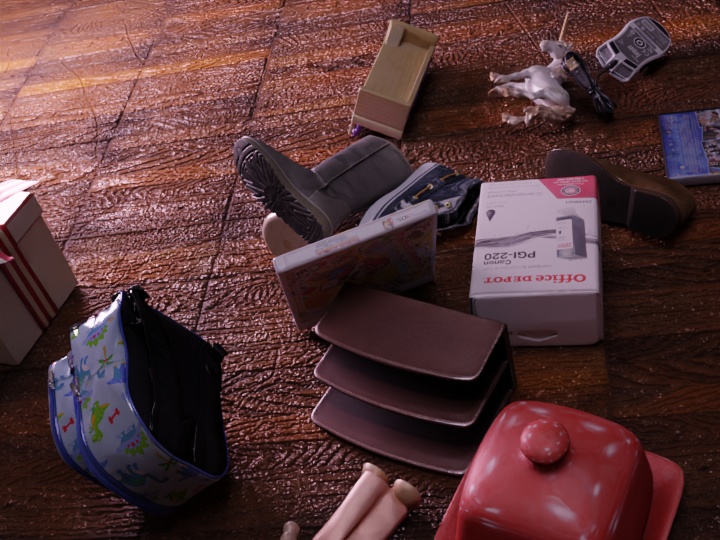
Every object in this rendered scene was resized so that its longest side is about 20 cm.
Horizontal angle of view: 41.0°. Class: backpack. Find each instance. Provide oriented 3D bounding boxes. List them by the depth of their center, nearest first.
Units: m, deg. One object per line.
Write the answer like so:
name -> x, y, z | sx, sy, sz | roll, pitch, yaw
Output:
backpack -> -0.230, 0.152, 1.015 | 0.146, 0.183, 0.201 | -35, 43, 13

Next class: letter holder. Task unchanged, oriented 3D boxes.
letter holder -> 0.044, 0.115, 1.021 | 0.198, 0.101, 0.143 | 14, 52, 30

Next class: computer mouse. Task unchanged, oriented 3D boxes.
computer mouse -> 0.375, -0.299, 1.388 | 0.199, 0.044, 0.110 | -35, 77, -29

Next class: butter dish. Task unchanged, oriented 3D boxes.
butter dish -> 0.171, 0.192, 0.861 | 0.198, 0.149, 0.200 | 12, 48, 29

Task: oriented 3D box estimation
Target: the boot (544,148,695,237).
boot -> 0.321, -0.102, 1.201 | 0.075, 0.074, 0.199 | -25, 43, -38

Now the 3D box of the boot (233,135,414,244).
boot -> -0.042, -0.134, 1.235 | 0.182, 0.073, 0.200 | 47, 53, 3

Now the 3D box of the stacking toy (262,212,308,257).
stacking toy -> -0.049, -0.093, 1.298 | 0.085, 0.086, 0.200 | 10, 41, 27

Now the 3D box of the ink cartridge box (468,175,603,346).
ink cartridge box -> 0.206, -0.013, 1.117 | 0.144, 0.085, 0.201 | -3, 45, 15

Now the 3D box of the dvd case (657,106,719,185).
dvd case -> 0.491, -0.166, 1.238 | 0.198, 0.018, 0.144 | -4, 43, 15

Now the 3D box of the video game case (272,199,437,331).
video game case -> 0.000, 0.000, 1.093 | 0.180, 0.200, 0.023 | -21, 69, -5

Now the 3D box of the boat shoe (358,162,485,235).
boat shoe -> 0.076, -0.066, 1.224 | 0.090, 0.071, 0.200 | 18, 51, 35

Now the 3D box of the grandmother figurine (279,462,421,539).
grandmother figurine -> -0.032, 0.272, 0.909 | 0.120, 0.061, 0.200 | 12, 46, 40

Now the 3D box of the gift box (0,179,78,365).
gift box -> -0.489, -0.008, 1.257 | 0.198, 0.188, 0.186 | 1, 45, 19

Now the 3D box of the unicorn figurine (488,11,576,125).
unicorn figurine -> 0.259, -0.272, 1.397 | 0.136, 0.074, 0.202 | -8, 56, -5

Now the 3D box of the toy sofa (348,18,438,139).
toy sofa -> 0.051, -0.283, 1.471 | 0.082, 0.098, 0.201 | 19, 48, 2
